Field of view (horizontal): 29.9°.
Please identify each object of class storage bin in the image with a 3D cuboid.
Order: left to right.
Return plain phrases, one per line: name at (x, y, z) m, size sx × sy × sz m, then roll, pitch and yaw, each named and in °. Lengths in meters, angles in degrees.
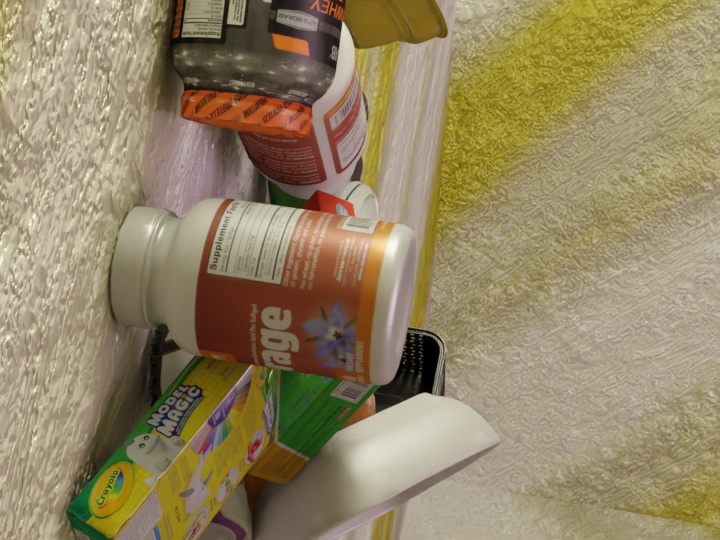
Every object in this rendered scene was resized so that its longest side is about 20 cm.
storage bin at (-0.013, 0.133, 1.447) m, size 0.094 × 0.198 × 0.136 m, roll 87°, pitch 14°, yaw -56°

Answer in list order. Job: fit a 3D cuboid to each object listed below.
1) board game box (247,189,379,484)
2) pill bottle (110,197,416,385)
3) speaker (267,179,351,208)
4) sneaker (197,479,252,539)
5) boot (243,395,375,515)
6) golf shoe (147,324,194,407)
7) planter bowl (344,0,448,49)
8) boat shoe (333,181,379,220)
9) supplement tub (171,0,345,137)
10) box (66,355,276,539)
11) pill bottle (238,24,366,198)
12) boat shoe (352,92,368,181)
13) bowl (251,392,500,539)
board game box at (-0.049, 0.054, 1.141) m, size 0.153 × 0.040 × 0.201 m, roll -49°, pitch -145°, yaw 32°
pill bottle at (-0.066, 0.011, 0.938) m, size 0.112 × 0.198 × 0.113 m, roll 8°, pitch 90°, yaw -81°
speaker at (-0.041, -0.042, 1.341) m, size 0.089 × 0.088 × 0.202 m, roll -60°, pitch 140°, yaw -70°
sneaker at (-0.122, 0.168, 1.156) m, size 0.201 × 0.074 × 0.100 m, roll 89°, pitch 13°, yaw -49°
boot at (-0.062, 0.158, 1.269) m, size 0.077 × 0.154 × 0.202 m, roll -2°, pitch -91°, yaw 61°
golf shoe at (-0.108, 0.052, 1.074) m, size 0.078 × 0.094 × 0.201 m, roll 91°, pitch 12°, yaw -50°
planter bowl at (-0.009, -0.279, 1.320) m, size 0.083 × 0.201 × 0.200 m, roll -42°, pitch 169°, yaw -1°
boat shoe at (0.000, 0.000, 1.249) m, size 0.074 × 0.066 × 0.201 m, roll 52°, pitch 40°, yaw -44°
supplement tub at (-0.070, -0.203, 0.974) m, size 0.122 × 0.121 × 0.202 m, roll -6°, pitch 104°, yaw -82°
box at (-0.126, 0.137, 0.979) m, size 0.200 × 0.048 × 0.118 m, roll -50°, pitch 155°, yaw -34°
pill bottle at (-0.053, -0.138, 1.155) m, size 0.200 × 0.111 × 0.113 m, roll 78°, pitch 22°, yaw -70°
boat shoe at (-0.036, -0.132, 1.484) m, size 0.201 × 0.073 × 0.075 m, roll 97°, pitch 9°, yaw -57°
bowl at (0.002, 0.179, 1.185) m, size 0.199 × 0.075 × 0.200 m, roll -20°, pitch 167°, yaw -37°
